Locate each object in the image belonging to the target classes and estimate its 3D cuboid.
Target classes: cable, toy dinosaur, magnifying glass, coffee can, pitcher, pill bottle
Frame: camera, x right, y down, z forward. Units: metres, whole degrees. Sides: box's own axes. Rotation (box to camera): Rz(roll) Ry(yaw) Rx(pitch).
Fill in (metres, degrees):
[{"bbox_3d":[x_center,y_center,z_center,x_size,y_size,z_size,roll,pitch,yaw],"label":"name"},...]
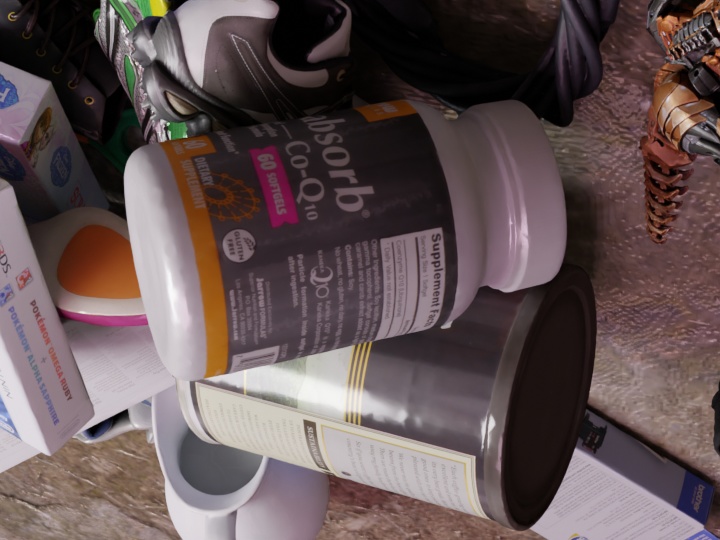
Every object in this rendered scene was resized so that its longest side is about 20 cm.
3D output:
[{"bbox_3d":[0.048,-0.143,0.766,0.162,0.051,0.201,18,144,9],"label":"cable"},{"bbox_3d":[0.191,-0.082,0.754,0.135,0.102,0.200,36,164,9],"label":"toy dinosaur"},{"bbox_3d":[-0.144,-0.083,0.957,0.199,0.022,0.080,19,109,16],"label":"magnifying glass"},{"bbox_3d":[0.016,0.051,0.882,0.199,0.147,0.147,12,143,24],"label":"coffee can"},{"bbox_3d":[-0.086,0.172,1.121,0.120,0.173,0.200,-7,156,5],"label":"pitcher"},{"bbox_3d":[-0.008,-0.021,0.761,0.199,0.117,0.117,-12,146,-15],"label":"pill bottle"}]

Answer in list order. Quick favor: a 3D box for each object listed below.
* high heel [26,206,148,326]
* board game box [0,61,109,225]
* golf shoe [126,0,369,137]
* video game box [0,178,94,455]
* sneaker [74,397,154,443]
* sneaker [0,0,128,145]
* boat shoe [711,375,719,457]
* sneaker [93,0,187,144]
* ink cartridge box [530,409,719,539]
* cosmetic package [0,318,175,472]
[{"bbox_3d":[-0.171,0.011,0.924,0.199,0.068,0.096,10,151,29],"label":"high heel"},{"bbox_3d":[-0.261,-0.092,0.927,0.198,0.041,0.200,22,165,8],"label":"board game box"},{"bbox_3d":[-0.026,-0.095,0.810,0.094,0.078,0.200,-32,158,24],"label":"golf shoe"},{"bbox_3d":[-0.255,-0.002,0.894,0.199,0.047,0.183,23,140,31],"label":"video game box"},{"bbox_3d":[-0.214,0.084,1.172,0.199,0.087,0.075,-1,139,33],"label":"sneaker"},{"bbox_3d":[-0.179,-0.151,0.868,0.106,0.075,0.200,23,154,6],"label":"sneaker"},{"bbox_3d":[0.303,0.126,0.954,0.201,0.063,0.074,29,141,-8],"label":"boat shoe"},{"bbox_3d":[-0.101,-0.114,0.869,0.085,0.078,0.201,21,131,35],"label":"sneaker"},{"bbox_3d":[0.157,0.152,1.086,0.199,0.042,0.119,33,143,-7],"label":"ink cartridge box"},{"bbox_3d":[-0.188,0.057,0.995,0.199,0.051,0.083,-27,125,21],"label":"cosmetic package"}]
